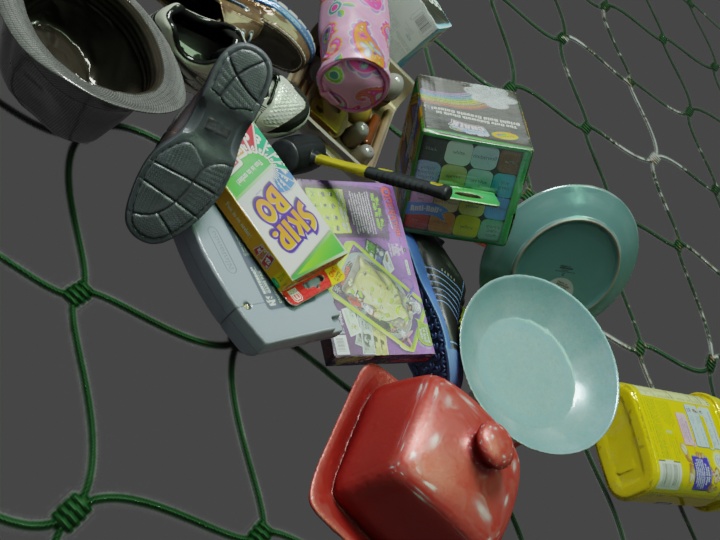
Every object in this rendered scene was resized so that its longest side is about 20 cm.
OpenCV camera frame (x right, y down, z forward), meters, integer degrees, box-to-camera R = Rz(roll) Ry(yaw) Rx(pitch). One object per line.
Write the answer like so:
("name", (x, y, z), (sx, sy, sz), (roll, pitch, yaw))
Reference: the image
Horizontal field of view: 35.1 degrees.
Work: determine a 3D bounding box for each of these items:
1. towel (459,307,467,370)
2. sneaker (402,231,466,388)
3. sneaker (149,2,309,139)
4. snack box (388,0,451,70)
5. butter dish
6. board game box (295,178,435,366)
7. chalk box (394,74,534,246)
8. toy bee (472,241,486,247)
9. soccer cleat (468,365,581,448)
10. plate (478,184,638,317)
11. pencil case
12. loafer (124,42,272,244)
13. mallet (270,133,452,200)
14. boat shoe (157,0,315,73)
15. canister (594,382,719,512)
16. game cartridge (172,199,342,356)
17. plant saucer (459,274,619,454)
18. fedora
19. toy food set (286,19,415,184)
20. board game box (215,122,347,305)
("towel", (0.174, 0.102, 1.322), (0.199, 0.018, 0.087), (23, 45, -35))
("sneaker", (0.084, 0.043, 1.222), (0.077, 0.070, 0.201), (5, 59, -37))
("sneaker", (-0.128, -0.196, 1.132), (0.199, 0.087, 0.076), (22, 65, -27))
("snack box", (0.012, -0.347, 1.385), (0.037, 0.116, 0.201), (-27, 85, -52))
("butter dish", (0.080, 0.184, 1.054), (0.200, 0.148, 0.200), (44, 39, -15))
("board game box", (0.000, 0.000, 1.173), (0.119, 0.032, 0.201), (-1, 64, -25))
("chalk box", (0.110, -0.111, 1.243), (0.123, 0.125, 0.201), (10, 32, -5))
("toy bee", (0.225, -0.035, 1.399), (0.200, 0.109, 0.131), (35, -2, -37))
("soccer cleat", (0.197, 0.122, 1.266), (0.199, 0.069, 0.078), (-31, 96, -38))
("plate", (0.235, -0.005, 1.322), (0.199, 0.201, 0.026), (30, 18, -29))
("pencil case", (-0.010, -0.270, 1.268), (0.087, 0.087, 0.201), (27, 44, -32))
("loafer", (-0.145, -0.112, 1.026), (0.072, 0.063, 0.201), (33, 84, -17))
("mallet", (-0.004, -0.101, 1.156), (0.066, 0.199, 0.042), (-15, 118, -53))
("boat shoe", (-0.141, -0.262, 1.205), (0.199, 0.072, 0.073), (30, 50, -14))
("canister", (0.379, 0.217, 1.404), (0.199, 0.086, 0.150), (13, 54, -40))
("game cartridge", (-0.107, -0.016, 1.074), (0.133, 0.042, 0.201), (-11, 67, -45))
("plant saucer", (0.183, 0.103, 1.209), (0.200, 0.039, 0.203), (13, 59, -23))
("fedora", (-0.252, -0.183, 1.002), (0.176, 0.090, 0.201), (-2, 54, -51))
("toy food set", (-0.010, -0.198, 1.301), (0.143, 0.060, 0.201), (40, 40, -20))
("board game box", (-0.091, -0.064, 1.085), (0.201, 0.030, 0.095), (56, 37, 5))
